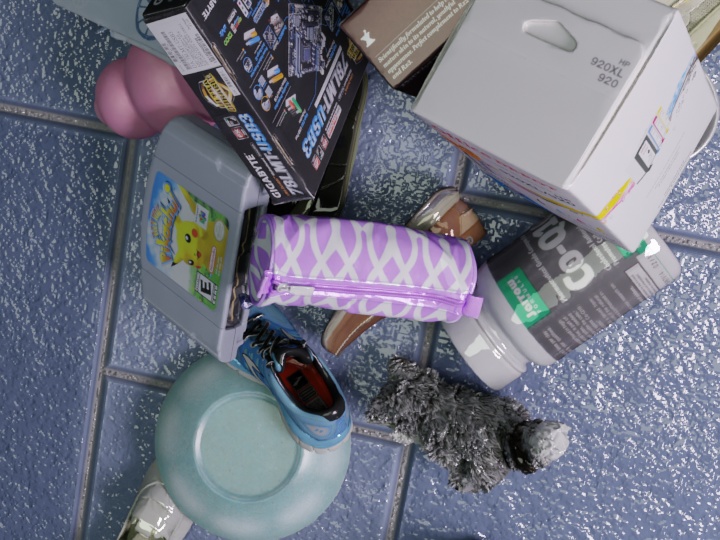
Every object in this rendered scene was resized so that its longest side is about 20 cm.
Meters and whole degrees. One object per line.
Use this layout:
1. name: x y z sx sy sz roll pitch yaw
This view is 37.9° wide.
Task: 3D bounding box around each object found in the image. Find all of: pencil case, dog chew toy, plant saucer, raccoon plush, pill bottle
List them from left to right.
1. dog chew toy: -0.162 -0.182 0.982 0.199 0.124 0.125 -16 95 20
2. plant saucer: -0.109 0.173 1.041 0.200 0.039 0.202 0 88 2
3. pencil case: 0.000 0.000 0.897 0.199 0.086 0.084 4 112 -17
4. raccoon plush: 0.094 0.123 0.957 0.134 0.097 0.200 34 147 -9
5. pill bottle: 0.177 0.014 0.949 0.200 0.113 0.113 -38 90 13

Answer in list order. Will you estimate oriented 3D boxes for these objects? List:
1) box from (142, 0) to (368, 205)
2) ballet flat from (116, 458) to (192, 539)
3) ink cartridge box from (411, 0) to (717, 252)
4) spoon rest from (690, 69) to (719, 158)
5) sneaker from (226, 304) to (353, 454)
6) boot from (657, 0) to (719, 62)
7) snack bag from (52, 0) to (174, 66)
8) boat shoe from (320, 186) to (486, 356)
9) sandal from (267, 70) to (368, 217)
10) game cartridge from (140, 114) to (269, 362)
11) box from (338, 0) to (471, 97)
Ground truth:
1. box: -0.071 -0.194 0.861 0.049 0.201 0.199 -4 138 29
2. ballet flat: -0.222 0.276 1.084 0.069 0.069 0.201 30 102 5
3. ink cartridge box: 0.164 -0.126 0.812 0.147 0.200 0.145 32 93 29
4. spoon rest: 0.225 -0.124 0.948 0.199 0.061 0.100 -23 92 13
5. sneaker: -0.074 0.077 0.995 0.078 0.090 0.200 -38 74 -23
6. boot: 0.275 -0.275 0.911 0.155 0.072 0.200 43 91 12
7. snack bag: -0.191 -0.297 0.944 0.200 0.021 0.189 28 98 34
8. boat shoe: 0.040 0.013 0.995 0.072 0.076 0.200 42 104 0
9. sandal: -0.037 -0.107 1.004 0.079 0.057 0.202 20 86 10
10. game cartridge: -0.147 -0.031 0.953 0.133 0.040 0.201 35 125 35
11. box: 0.058 -0.207 0.893 0.100 0.200 0.075 -41 87 13
